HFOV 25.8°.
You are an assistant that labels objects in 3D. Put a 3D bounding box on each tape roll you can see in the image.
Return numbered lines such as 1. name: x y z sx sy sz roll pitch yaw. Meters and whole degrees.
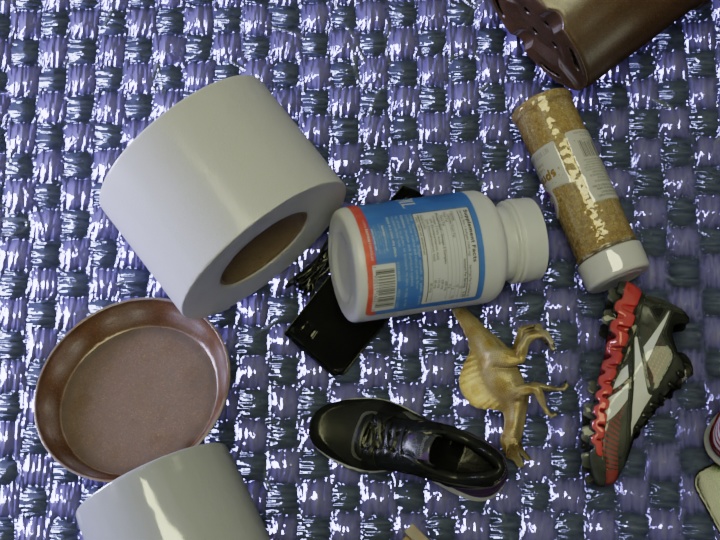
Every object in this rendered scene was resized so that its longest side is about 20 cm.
1. tape roll: -0.132 -0.070 1.511 0.202 0.203 0.140 -38 78 -6

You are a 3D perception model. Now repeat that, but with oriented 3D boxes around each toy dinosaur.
1. toy dinosaur: 0.139 0.087 1.531 0.100 0.058 0.201 -23 76 -2

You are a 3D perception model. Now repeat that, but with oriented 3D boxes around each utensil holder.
1. utensil holder: -0.155 0.283 1.443 0.169 0.170 0.201 -26 75 -3

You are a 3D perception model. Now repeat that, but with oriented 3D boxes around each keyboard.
1. keyboard: 0.000 0.000 1.580 0.104 0.040 0.200 42 80 -12

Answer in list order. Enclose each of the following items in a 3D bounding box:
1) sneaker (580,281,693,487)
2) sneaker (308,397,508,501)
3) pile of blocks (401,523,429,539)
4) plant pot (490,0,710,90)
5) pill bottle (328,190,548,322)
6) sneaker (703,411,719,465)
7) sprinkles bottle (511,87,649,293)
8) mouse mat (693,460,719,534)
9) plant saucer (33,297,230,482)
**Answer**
1. sneaker: 0.267 0.114 1.509 0.097 0.071 0.202 13 76 9
2. sneaker: 0.047 0.162 1.501 0.198 0.088 0.076 13 77 7
3. pile of blocks: 0.096 0.331 1.460 0.062 0.082 0.200 -43 78 -8
4. plant pot: 0.243 -0.297 1.545 0.198 0.200 0.200 -41 77 -7
5. pill bottle: 0.076 -0.017 1.523 0.198 0.112 0.113 -8 75 -16
6. sneaker: 0.409 0.102 1.480 0.078 0.116 0.200 38 80 15
7. sprinkles bottle: 0.218 -0.080 1.562 0.068 0.068 0.202 -21 75 -2
8. mouse mat: 0.432 0.250 1.501 0.160 0.008 0.201 -27 75 -4
9. plant saucer: -0.219 0.120 1.529 0.198 0.035 0.202 -6 56 10
